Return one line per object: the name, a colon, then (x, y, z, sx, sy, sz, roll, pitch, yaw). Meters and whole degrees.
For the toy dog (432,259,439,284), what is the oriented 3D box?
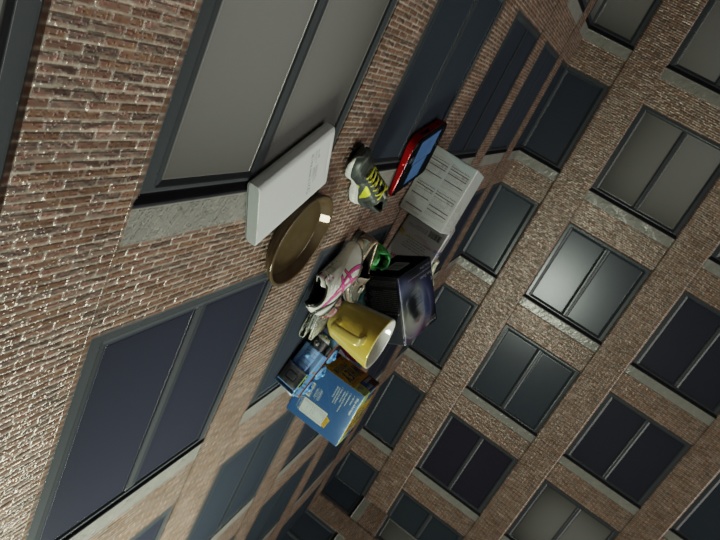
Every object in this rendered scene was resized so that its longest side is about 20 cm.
toy dog: (0.171, -0.019, 2.125, 0.191, 0.141, 0.201, -16, 158, -8)

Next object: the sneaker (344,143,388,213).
sneaker: (0.023, -0.188, 1.292, 0.075, 0.084, 0.200, -54, 166, -14)

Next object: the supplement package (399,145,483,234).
supplement package: (0.237, -0.230, 1.802, 0.202, 0.150, 0.152, -59, 165, 10)

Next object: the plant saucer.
plant saucer: (-0.120, -0.061, 1.194, 0.201, 0.029, 0.201, -53, 165, -20)

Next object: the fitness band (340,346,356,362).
fitness band: (0.004, 0.192, 1.927, 0.037, 0.143, 0.202, -24, 145, -62)

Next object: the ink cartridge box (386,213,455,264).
ink cartridge box: (0.184, -0.085, 1.944, 0.202, 0.144, 0.084, -57, 168, -1)

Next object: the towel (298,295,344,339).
towel: (-0.076, 0.081, 1.641, 0.194, 0.034, 0.200, -63, 165, 22)

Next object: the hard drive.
hard drive: (-0.116, -0.145, 1.031, 0.200, 0.026, 0.133, -47, 162, -37)

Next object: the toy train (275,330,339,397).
toy train: (-0.139, 0.253, 1.681, 0.201, 0.086, 0.114, -51, 160, -6)

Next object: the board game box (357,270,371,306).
board game box: (0.045, 0.074, 1.813, 0.201, 0.046, 0.152, -57, 137, -38)

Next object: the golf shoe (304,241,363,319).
golf shoe: (-0.060, 0.018, 1.475, 0.202, 0.072, 0.092, -62, 148, -4)

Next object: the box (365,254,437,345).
box: (0.120, 0.081, 1.777, 0.199, 0.122, 0.202, -30, 118, -51)

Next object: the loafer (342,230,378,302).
loafer: (0.000, 0.000, 1.588, 0.072, 0.062, 0.203, -30, 136, -51)

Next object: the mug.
mug: (-0.007, 0.148, 1.650, 0.150, 0.152, 0.187, -51, 162, -22)

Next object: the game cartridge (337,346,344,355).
game cartridge: (-0.052, 0.256, 2.098, 0.134, 0.040, 0.200, -57, 166, -16)

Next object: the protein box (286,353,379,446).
protein box: (-0.085, 0.388, 1.925, 0.200, 0.199, 0.135, -61, 165, 18)

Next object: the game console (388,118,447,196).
game console: (0.151, -0.295, 1.617, 0.200, 0.031, 0.178, -41, 158, -48)

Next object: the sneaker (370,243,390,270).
sneaker: (0.043, -0.029, 1.708, 0.075, 0.083, 0.200, -60, 167, 11)
